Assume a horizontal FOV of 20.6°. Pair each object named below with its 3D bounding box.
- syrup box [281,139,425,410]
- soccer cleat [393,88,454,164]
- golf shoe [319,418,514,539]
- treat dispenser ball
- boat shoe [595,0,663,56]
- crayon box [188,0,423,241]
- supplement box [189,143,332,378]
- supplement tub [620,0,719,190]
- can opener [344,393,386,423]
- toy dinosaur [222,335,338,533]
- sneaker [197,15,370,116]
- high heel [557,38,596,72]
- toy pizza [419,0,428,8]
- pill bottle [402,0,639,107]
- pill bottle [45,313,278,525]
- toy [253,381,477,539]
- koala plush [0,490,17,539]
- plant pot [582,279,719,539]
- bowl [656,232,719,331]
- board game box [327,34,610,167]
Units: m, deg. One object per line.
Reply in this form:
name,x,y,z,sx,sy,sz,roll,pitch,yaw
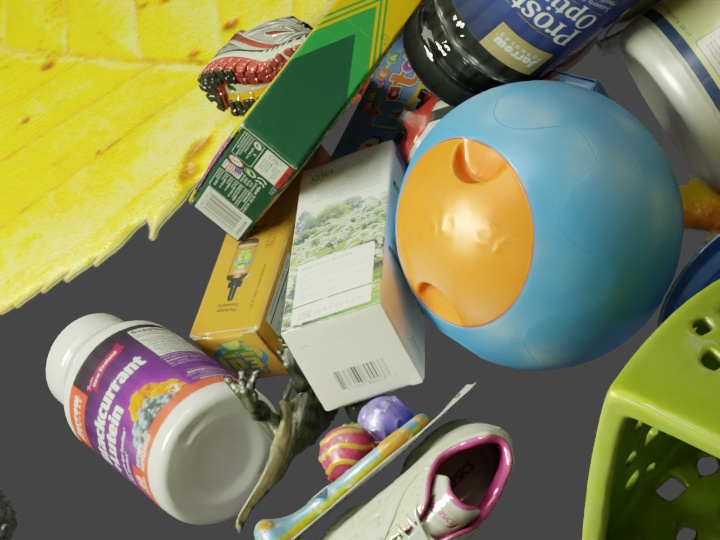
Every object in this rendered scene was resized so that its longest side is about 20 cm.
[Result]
syrup box,0.000,0.000,1.442,0.079,0.082,0.200,-18,34,17
soccer cleat,0.108,-0.146,1.510,0.085,0.069,0.200,35,72,9
golf shoe,0.030,0.175,1.320,0.200,0.075,0.092,-50,4,-15
treat dispenser ball,0.124,-0.031,1.379,0.200,0.201,0.201,-19,42,19
boat shoe,0.199,-0.212,1.494,0.074,0.200,0.060,-28,85,4
crayon box,-0.044,-0.127,1.517,0.173,0.058,0.200,-53,4,-21
supplement box,-0.070,-0.008,1.599,0.066,0.069,0.200,-7,46,31
supplement tub,0.305,-0.166,1.428,0.200,0.145,0.145,-33,40,3
can opener,-0.001,0.026,1.525,0.067,0.053,0.200,-22,44,6
toy dinosaur,-0.056,0.100,1.419,0.047,0.088,0.200,-9,19,23
sneaker,-0.054,-0.195,1.760,0.200,0.078,0.082,0,50,35
high heel,0.113,-0.192,1.644,0.200,0.067,0.096,-31,49,9
toy pizza,0.095,-0.223,1.604,0.200,0.200,0.032,-12,84,26
pill bottle,0.123,-0.201,1.387,0.200,0.112,0.112,-39,31,39
pill bottle,-0.158,0.105,1.513,0.111,0.111,0.200,-46,41,-13
toy,-0.010,0.134,1.382,0.200,0.047,0.115,-43,-3,-5
koala plush,-0.385,0.219,1.522,0.184,0.178,0.200,23,62,35
plant pot,0.257,0.100,1.131,0.199,0.200,0.182,26,58,18
bowl,0.297,0.036,1.318,0.200,0.039,0.201,-19,43,19
board game box,0.079,-0.100,1.562,0.200,0.037,0.152,20,78,35
